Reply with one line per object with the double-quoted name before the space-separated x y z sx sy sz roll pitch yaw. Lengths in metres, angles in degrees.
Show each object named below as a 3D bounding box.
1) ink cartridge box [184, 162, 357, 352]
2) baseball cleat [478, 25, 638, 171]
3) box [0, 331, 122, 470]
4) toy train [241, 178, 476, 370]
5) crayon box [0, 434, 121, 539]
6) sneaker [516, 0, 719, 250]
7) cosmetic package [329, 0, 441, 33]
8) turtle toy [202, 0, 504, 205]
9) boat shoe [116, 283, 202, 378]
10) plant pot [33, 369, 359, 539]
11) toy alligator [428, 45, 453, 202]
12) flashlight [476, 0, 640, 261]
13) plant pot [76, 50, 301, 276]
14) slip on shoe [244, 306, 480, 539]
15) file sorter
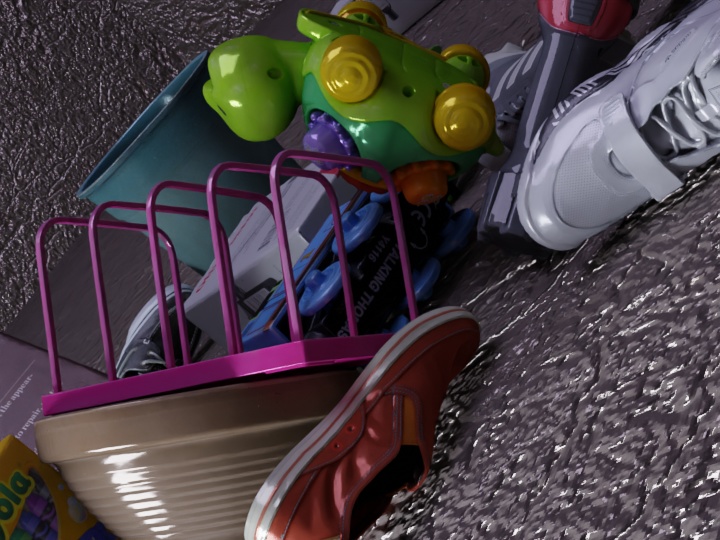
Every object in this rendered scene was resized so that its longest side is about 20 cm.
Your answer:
"ink cartridge box" -0.045 -0.019 1.167 0.200 0.083 0.145 -31 22 50
"baseball cleat" 0.131 -0.120 0.994 0.107 0.070 0.200 -66 15 -7
"box" -0.267 0.158 1.022 0.200 0.166 0.164 17 57 27
"toy train" 0.000 0.000 0.975 0.114 0.087 0.200 -24 28 53
"crayon box" -0.196 0.190 0.826 0.052 0.200 0.126 -37 18 35
"sneaker" 0.168 -0.082 0.733 0.200 0.075 0.115 -43 12 6
"cosmetic package" 0.049 -0.356 1.782 0.200 0.083 0.051 -34 22 44
"turtle toy" -0.001 -0.109 0.896 0.146 0.200 0.101 -80 13 -68
"boat shoe" -0.207 0.106 1.370 0.071 0.072 0.200 7 66 62
"plant pot" -0.092 0.120 0.839 0.200 0.093 0.201 -9 -7 -1
"toy alligator" 0.056 -0.079 1.093 0.059 0.054 0.200 -20 56 62
"flashlight" 0.122 -0.106 0.862 0.068 0.068 0.200 4 73 52
"plant pot" -0.153 -0.088 1.432 0.200 0.196 0.200 -45 14 14
"slip on shoe" 0.016 0.093 0.764 0.200 0.061 0.074 -46 -26 -40
"file sorter" -0.082 0.009 0.844 0.200 0.126 0.139 -14 -8 32
